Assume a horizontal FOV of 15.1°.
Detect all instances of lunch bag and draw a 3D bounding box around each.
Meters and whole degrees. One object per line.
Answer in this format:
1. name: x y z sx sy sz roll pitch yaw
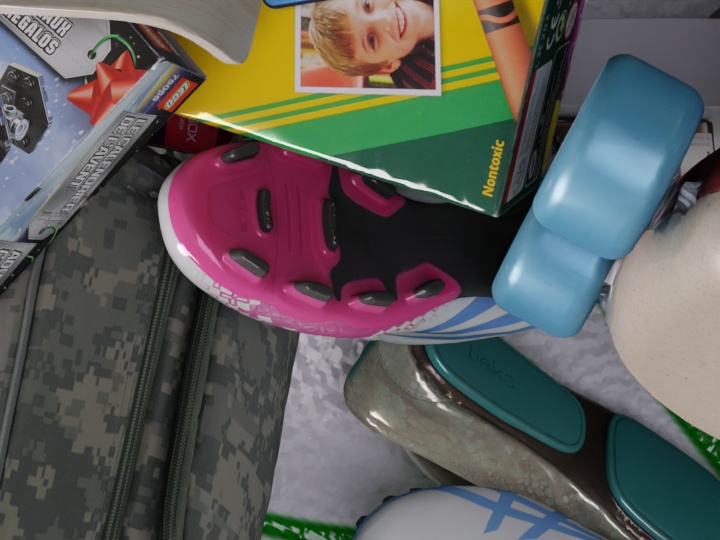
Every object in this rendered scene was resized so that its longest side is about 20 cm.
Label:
1. lunch bag: -0.101 0.054 0.982 0.167 0.139 0.201 30 60 -42

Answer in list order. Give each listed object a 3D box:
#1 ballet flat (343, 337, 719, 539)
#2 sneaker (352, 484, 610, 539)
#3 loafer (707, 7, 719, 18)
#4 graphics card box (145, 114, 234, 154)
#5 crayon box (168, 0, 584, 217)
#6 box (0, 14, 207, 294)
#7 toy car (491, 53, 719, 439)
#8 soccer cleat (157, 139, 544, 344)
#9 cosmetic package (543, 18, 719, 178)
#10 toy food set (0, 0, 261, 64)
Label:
1. ballet flat: 0.079 0.082 1.089 0.200 0.068 0.062 36 127 -15
2. sneaker: 0.088 0.137 1.032 0.199 0.072 0.072 25 87 -14
3. loafer: 0.220 -0.118 1.066 0.200 0.068 0.076 -40 103 -1
4. graphics card box: -0.135 -0.122 0.990 0.199 0.051 0.126 12 110 3
5. crayon box: -0.005 -0.140 0.892 0.171 0.058 0.201 18 110 16
6. box: -0.163 -0.088 0.908 0.137 0.040 0.200 -44 71 11
7. toy car: 0.173 -0.045 0.909 0.184 0.177 0.201 28 72 3
8. soccer cleat: 0.000 0.000 0.975 0.199 0.086 0.070 5 68 -38
9. cosmetic package: 0.140 -0.049 1.019 0.198 0.051 0.083 1 142 15
10. toy food set: -0.118 -0.136 0.853 0.199 0.060 0.144 4 71 18
